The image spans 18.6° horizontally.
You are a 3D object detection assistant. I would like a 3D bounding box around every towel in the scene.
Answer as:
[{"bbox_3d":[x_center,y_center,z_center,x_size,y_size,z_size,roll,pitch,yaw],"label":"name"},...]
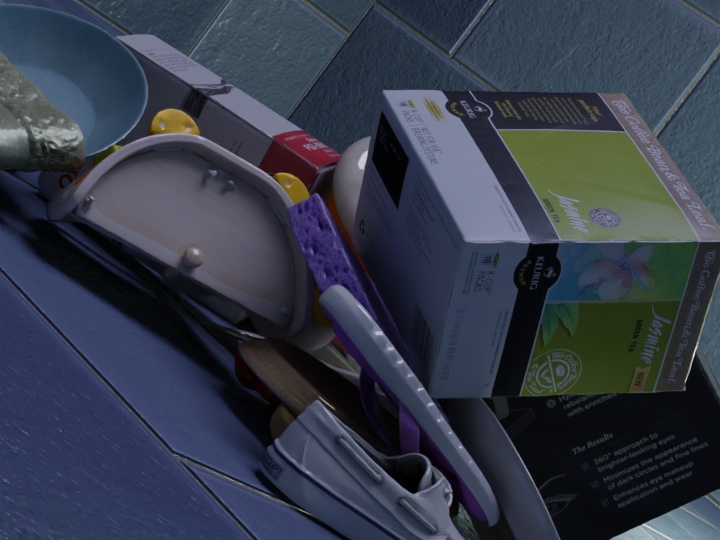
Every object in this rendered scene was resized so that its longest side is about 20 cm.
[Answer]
[{"bbox_3d":[-0.295,-0.127,1.549,0.148,0.037,0.200,-5,36,-40],"label":"towel"}]

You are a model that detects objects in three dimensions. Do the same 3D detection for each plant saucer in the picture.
[{"bbox_3d":[-0.260,-0.127,1.645,0.200,0.039,0.201,6,40,-5],"label":"plant saucer"}]

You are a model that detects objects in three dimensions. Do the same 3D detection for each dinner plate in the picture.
[{"bbox_3d":[0.100,0.174,1.522,0.200,0.024,0.200,62,-10,19],"label":"dinner plate"}]

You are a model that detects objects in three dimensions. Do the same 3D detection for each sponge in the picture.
[{"bbox_3d":[0.007,0.037,1.572,0.112,0.030,0.200,64,4,30],"label":"sponge"}]

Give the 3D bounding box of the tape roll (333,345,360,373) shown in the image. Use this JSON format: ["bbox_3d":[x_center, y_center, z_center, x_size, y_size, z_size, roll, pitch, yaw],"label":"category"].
[{"bbox_3d":[0.062,0.030,2.001,0.203,0.203,0.139,35,6,-24],"label":"tape roll"}]

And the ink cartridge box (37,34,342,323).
[{"bbox_3d":[-0.133,-0.076,1.738,0.200,0.147,0.083,34,18,11],"label":"ink cartridge box"}]

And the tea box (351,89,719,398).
[{"bbox_3d":[0.120,-0.022,1.533,0.196,0.134,0.200,-1,34,-17],"label":"tea box"}]

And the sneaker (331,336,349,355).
[{"bbox_3d":[0.026,0.053,1.856,0.200,0.074,0.087,37,-19,7],"label":"sneaker"}]

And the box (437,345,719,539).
[{"bbox_3d":[0.173,0.097,1.721,0.200,0.196,0.117,60,11,-23],"label":"box"}]

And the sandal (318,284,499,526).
[{"bbox_3d":[0.022,0.095,1.440,0.203,0.050,0.082,56,-3,-22],"label":"sandal"}]

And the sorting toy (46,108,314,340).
[{"bbox_3d":[-0.146,-0.030,1.616,0.200,0.107,0.180,30,-23,-24],"label":"sorting toy"}]

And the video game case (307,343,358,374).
[{"bbox_3d":[-0.095,0.009,1.916,0.200,0.023,0.182,46,-1,-31],"label":"video game case"}]

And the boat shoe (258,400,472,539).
[{"bbox_3d":[0.026,0.147,1.403,0.200,0.066,0.072,35,6,-26],"label":"boat shoe"}]

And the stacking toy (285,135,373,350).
[{"bbox_3d":[0.000,0.000,1.746,0.146,0.200,0.146,21,47,-24],"label":"stacking toy"}]

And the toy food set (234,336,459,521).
[{"bbox_3d":[-0.009,0.118,1.541,0.198,0.049,0.200,33,6,-42],"label":"toy food set"}]

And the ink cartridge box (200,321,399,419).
[{"bbox_3d":[-0.022,0.101,1.757,0.200,0.050,0.161,20,-1,18],"label":"ink cartridge box"}]
